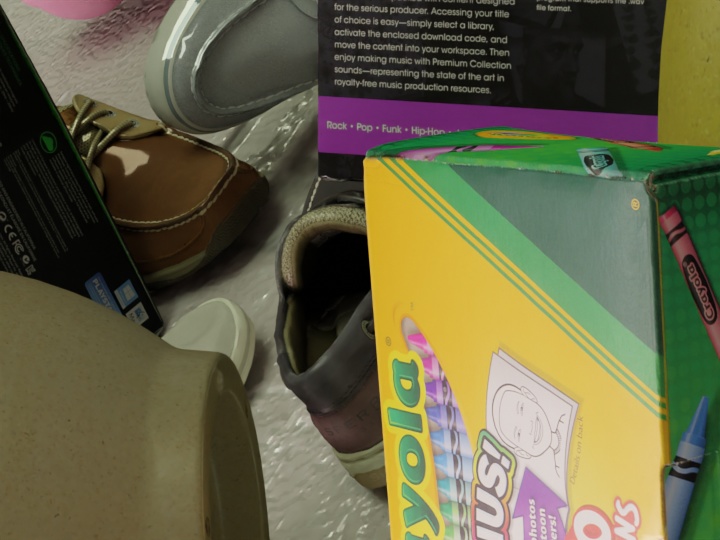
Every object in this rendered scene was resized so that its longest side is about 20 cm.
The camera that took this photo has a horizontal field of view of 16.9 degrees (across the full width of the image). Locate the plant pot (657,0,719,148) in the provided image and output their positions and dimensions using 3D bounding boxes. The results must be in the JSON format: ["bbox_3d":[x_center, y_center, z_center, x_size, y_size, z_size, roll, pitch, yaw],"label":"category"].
[{"bbox_3d":[0.162,-0.018,0.673,0.200,0.200,0.142,23,92,58],"label":"plant pot"}]

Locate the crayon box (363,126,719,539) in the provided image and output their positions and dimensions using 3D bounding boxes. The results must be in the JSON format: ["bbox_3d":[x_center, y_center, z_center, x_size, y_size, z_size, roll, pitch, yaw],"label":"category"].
[{"bbox_3d":[0.064,0.065,0.649,0.058,0.200,0.119,-11,11,-34],"label":"crayon box"}]

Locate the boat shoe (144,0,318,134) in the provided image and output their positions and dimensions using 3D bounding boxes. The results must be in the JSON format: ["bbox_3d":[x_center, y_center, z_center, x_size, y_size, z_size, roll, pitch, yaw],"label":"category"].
[{"bbox_3d":[-0.006,-0.127,1.089,0.201,0.070,0.072,-37,29,-21],"label":"boat shoe"}]

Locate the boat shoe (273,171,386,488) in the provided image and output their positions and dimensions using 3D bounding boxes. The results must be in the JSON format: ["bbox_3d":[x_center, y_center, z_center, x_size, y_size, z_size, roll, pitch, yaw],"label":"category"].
[{"bbox_3d":[0.000,0.000,0.934,0.072,0.065,0.200,-30,30,19],"label":"boat shoe"}]

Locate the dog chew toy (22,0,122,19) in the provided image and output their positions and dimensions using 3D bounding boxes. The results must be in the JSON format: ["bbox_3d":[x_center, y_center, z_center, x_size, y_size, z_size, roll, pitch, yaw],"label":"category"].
[{"bbox_3d":[-0.114,-0.207,1.304,0.200,0.125,0.125,-35,29,28],"label":"dog chew toy"}]

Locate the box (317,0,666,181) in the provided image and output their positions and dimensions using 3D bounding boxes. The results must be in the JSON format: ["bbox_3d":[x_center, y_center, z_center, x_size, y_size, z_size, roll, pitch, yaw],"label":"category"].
[{"bbox_3d":[0.054,-0.129,0.893,0.143,0.200,0.036,6,14,25],"label":"box"}]

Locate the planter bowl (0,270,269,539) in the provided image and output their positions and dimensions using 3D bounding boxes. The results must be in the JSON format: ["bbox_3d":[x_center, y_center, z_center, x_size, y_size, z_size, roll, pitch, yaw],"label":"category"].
[{"bbox_3d":[-0.101,0.091,0.764,0.135,0.200,0.200,-4,38,7],"label":"planter bowl"}]

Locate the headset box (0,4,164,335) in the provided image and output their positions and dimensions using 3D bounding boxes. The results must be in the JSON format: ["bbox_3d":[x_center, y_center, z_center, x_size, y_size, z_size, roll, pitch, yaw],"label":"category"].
[{"bbox_3d":[-0.217,-0.011,1.080,0.200,0.174,0.093,-13,20,41],"label":"headset box"}]

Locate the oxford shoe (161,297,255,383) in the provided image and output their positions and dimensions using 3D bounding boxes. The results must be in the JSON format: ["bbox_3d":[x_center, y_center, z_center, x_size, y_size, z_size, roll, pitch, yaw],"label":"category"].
[{"bbox_3d":[-0.121,0.081,0.977,0.200,0.058,0.075,-45,26,-11],"label":"oxford shoe"}]

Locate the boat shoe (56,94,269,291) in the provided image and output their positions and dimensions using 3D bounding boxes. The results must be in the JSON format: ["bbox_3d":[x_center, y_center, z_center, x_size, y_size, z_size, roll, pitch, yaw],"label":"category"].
[{"bbox_3d":[-0.124,-0.041,1.127,0.200,0.074,0.076,4,52,52],"label":"boat shoe"}]
